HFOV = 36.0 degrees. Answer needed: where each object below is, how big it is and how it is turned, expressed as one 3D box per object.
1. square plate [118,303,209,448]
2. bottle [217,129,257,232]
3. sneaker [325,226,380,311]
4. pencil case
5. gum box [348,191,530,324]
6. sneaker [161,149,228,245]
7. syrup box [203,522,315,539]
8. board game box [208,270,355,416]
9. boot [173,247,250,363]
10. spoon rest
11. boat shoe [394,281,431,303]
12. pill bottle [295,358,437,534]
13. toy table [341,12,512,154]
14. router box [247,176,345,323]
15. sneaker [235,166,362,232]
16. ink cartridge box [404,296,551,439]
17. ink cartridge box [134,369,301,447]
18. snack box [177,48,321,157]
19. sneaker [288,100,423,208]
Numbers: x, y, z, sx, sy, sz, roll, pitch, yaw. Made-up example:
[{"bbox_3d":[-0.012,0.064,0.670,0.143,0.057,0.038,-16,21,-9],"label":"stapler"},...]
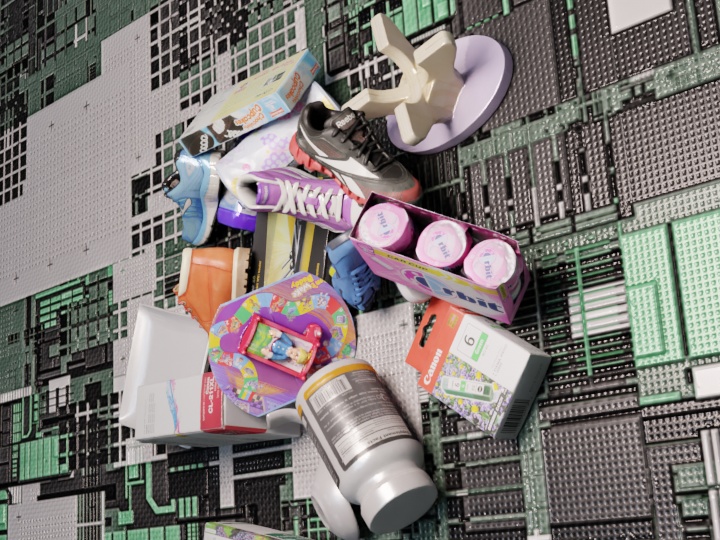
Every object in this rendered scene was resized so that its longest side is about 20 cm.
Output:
[{"bbox_3d":[-0.302,0.163,1.746,0.199,0.028,0.200,9,88,45],"label":"square plate"},{"bbox_3d":[-0.158,-0.159,1.641,0.083,0.065,0.201,19,96,61],"label":"bottle"},{"bbox_3d":[0.000,0.000,1.401,0.066,0.200,0.079,-27,75,-9],"label":"sneaker"},{"bbox_3d":[-0.110,-0.173,1.543,0.200,0.083,0.091,-43,45,0],"label":"pencil case"},{"bbox_3d":[0.099,-0.013,1.288,0.199,0.114,0.066,20,75,23],"label":"gum box"},{"bbox_3d":[-0.254,-0.118,1.672,0.201,0.089,0.079,109,173,-50],"label":"sneaker"},{"bbox_3d":[-0.123,0.394,1.492,0.199,0.078,0.082,-1,81,44],"label":"syrup box"},{"bbox_3d":[-0.098,0.097,1.445,0.159,0.199,0.039,70,166,-10],"label":"board game box"},{"bbox_3d":[-0.219,0.056,1.607,0.075,0.106,0.201,-96,12,-65],"label":"boot"},{"bbox_3d":[-0.051,0.261,1.443,0.200,0.060,0.100,55,162,23],"label":"spoon rest"},{"bbox_3d":[0.043,-0.043,1.428,0.066,0.072,0.201,-42,60,48],"label":"boat shoe"},{"bbox_3d":[0.008,0.217,1.377,0.117,0.116,0.200,-50,52,24],"label":"pill bottle"},{"bbox_3d":[0.079,-0.233,1.397,0.200,0.117,0.185,-43,55,30],"label":"toy table"},{"bbox_3d":[-0.084,-0.027,1.556,0.157,0.052,0.202,1,82,45],"label":"router box"},{"bbox_3d":[-0.072,-0.087,1.414,0.199,0.114,0.073,13,102,34],"label":"sneaker"},{"bbox_3d":[0.124,0.107,1.331,0.200,0.050,0.110,32,104,42],"label":"ink cartridge box"},{"bbox_3d":[-0.202,0.197,1.561,0.199,0.145,0.083,-13,71,41],"label":"ink cartridge box"},{"bbox_3d":[-0.157,-0.234,1.554,0.199,0.037,0.116,-18,31,37],"label":"snack box"},{"bbox_3d":[-0.005,-0.143,1.359,0.200,0.071,0.098,34,141,23],"label":"sneaker"}]
